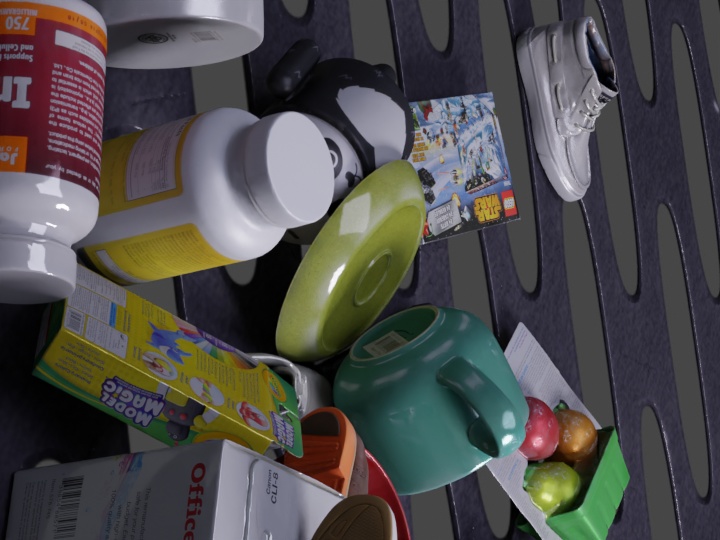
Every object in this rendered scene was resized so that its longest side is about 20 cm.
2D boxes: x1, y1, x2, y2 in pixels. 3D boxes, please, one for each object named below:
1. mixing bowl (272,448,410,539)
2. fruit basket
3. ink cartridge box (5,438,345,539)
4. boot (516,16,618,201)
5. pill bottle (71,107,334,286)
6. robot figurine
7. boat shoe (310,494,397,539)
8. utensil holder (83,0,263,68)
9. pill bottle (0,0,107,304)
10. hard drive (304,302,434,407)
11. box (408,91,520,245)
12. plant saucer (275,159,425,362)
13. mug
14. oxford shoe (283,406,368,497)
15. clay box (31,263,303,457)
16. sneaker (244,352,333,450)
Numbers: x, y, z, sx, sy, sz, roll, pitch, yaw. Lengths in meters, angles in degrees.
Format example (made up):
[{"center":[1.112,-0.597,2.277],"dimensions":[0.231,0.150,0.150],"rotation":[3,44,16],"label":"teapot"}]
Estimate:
[{"center":[-0.056,0.237,1.391],"dimensions":[0.199,0.108,0.202],"rotation":[23,62,-51],"label":"mixing bowl"},{"center":[0.185,0.184,1.798],"dimensions":[0.200,0.093,0.186],"rotation":[48,42,-15],"label":"fruit basket"},{"center":[-0.131,0.214,1.208],"dimensions":[0.144,0.199,0.147],"rotation":[31,57,-47],"label":"ink cartridge box"},{"center":[0.244,-0.181,1.957],"dimensions":[0.073,0.095,0.202],"rotation":[-29,105,-54],"label":"boot"},{"center":[-0.121,-0.057,1.300],"dimensions":[0.112,0.199,0.113],"rotation":[20,65,-51],"label":"pill bottle"},{"center":[-0.026,-0.107,1.517],"dimensions":[0.150,0.125,0.200],"rotation":[36,41,4],"label":"robot figurine"},{"center":[-0.005,0.251,1.153],"dimensions":[0.069,0.070,0.202],"rotation":[38,57,-52],"label":"boat shoe"},{"center":[-0.158,-0.270,1.343],"dimensions":[0.169,0.169,0.202],"rotation":[6,79,-54],"label":"utensil holder"},{"center":[-0.236,-0.085,1.219],"dimensions":[0.113,0.112,0.202],"rotation":[21,63,-51],"label":"pill bottle"},{"center":[0.027,0.124,1.611],"dimensions":[0.200,0.033,0.141],"rotation":[-27,103,-55],"label":"hard drive"},{"center":[0.085,-0.102,1.753],"dimensions":[0.199,0.040,0.138],"rotation":[-14,91,-56],"label":"box"},{"center":[0.000,0.000,1.498],"dimensions":[0.200,0.031,0.201],"rotation":[-48,160,-24],"label":"plant saucer"},{"center":[0.065,0.097,1.482],"dimensions":[0.115,0.184,0.152],"rotation":[62,34,-16],"label":"mug"},{"center":[-0.025,0.203,1.293],"dimensions":[0.073,0.071,0.201],"rotation":[50,43,-42],"label":"oxford shoe"},{"center":[-0.136,0.079,1.264],"dimensions":[0.199,0.048,0.115],"rotation":[31,19,-17],"label":"clay box"},{"center":[-0.070,0.104,1.423],"dimensions":[0.199,0.091,0.077],"rotation":[6,75,-55],"label":"sneaker"}]
